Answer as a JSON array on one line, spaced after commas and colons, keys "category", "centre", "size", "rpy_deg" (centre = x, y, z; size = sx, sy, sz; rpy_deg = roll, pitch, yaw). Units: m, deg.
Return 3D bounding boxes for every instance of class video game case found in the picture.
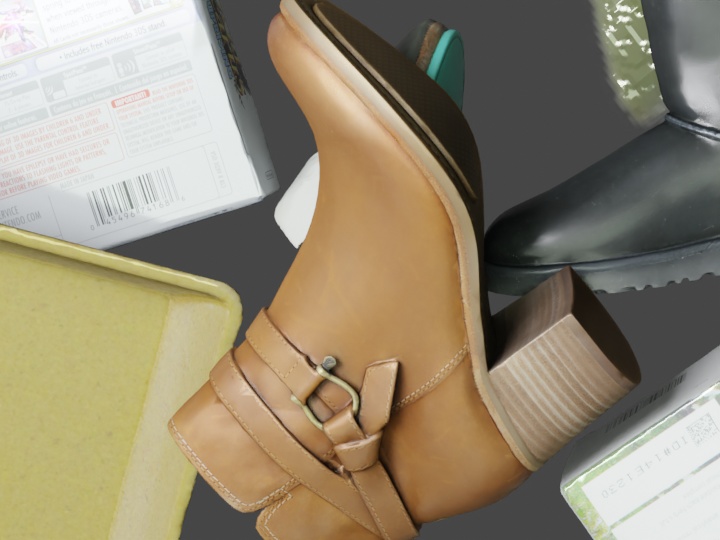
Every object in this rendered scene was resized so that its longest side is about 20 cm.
[{"category": "video game case", "centre": [-0.154, -0.088, 0.987], "size": [0.199, 0.045, 0.182], "rpy_deg": [-17, 96, 10]}]

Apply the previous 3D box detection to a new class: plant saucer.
[{"category": "plant saucer", "centre": [-0.163, 0.059, 0.976], "size": [0.199, 0.048, 0.201], "rpy_deg": [15, 116, -5]}]

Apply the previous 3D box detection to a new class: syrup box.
[{"category": "syrup box", "centre": [0.168, 0.135, 0.948], "size": [0.079, 0.081, 0.200], "rpy_deg": [-35, 91, 13]}]

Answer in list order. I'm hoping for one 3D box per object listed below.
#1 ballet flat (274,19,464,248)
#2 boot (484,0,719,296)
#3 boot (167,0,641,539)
[{"category": "ballet flat", "centre": [0.000, 0.000, 0.966], "size": [0.068, 0.068, 0.201], "rpy_deg": [6, 98, 18]}, {"category": "boot", "centre": [0.113, -0.099, 0.931], "size": [0.164, 0.066, 0.201], "rpy_deg": [-9, 102, -3]}, {"category": "boot", "centre": [-0.012, 0.010, 0.906], "size": [0.155, 0.077, 0.200], "rpy_deg": [-34, 107, 17]}]
